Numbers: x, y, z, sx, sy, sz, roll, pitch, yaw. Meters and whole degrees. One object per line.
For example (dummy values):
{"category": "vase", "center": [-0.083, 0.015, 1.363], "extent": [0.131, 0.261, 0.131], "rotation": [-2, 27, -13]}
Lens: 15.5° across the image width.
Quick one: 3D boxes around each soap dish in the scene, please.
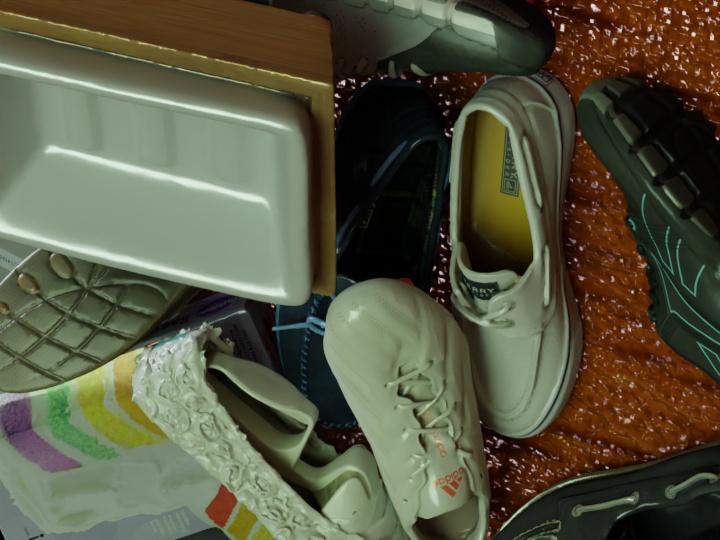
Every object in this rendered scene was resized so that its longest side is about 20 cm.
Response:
{"category": "soap dish", "center": [-0.102, -0.071, 1.278], "extent": [0.200, 0.081, 0.157], "rotation": [14, 144, 11]}

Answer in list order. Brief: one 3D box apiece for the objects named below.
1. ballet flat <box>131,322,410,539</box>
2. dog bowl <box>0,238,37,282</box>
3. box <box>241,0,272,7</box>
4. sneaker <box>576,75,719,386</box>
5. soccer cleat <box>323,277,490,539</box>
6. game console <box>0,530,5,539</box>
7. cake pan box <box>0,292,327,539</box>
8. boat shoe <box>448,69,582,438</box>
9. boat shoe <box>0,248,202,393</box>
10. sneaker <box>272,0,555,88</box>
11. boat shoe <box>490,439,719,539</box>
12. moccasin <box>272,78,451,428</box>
{"category": "ballet flat", "center": [-0.034, 0.103, 1.388], "extent": [0.200, 0.072, 0.072], "rotation": [41, 127, -12]}
{"category": "dog bowl", "center": [-0.200, 0.015, 1.530], "extent": [0.200, 0.059, 0.200], "rotation": [12, 115, 27]}
{"category": "box", "center": [-0.128, -0.186, 1.296], "extent": [0.200, 0.032, 0.121], "rotation": [5, 99, 23]}
{"category": "sneaker", "center": [0.162, -0.003, 1.286], "extent": [0.200, 0.075, 0.079], "rotation": [53, 129, 3]}
{"category": "soccer cleat", "center": [0.033, 0.081, 1.354], "extent": [0.069, 0.078, 0.200], "rotation": [-18, 137, 4]}
{"category": "game console", "center": [-0.279, 0.153, 1.547], "extent": [0.200, 0.119, 0.172], "rotation": [45, 158, 1]}
{"category": "cake pan box", "center": [-0.107, 0.127, 1.470], "extent": [0.184, 0.052, 0.200], "rotation": [-17, 108, 12]}
{"category": "boat shoe", "center": [0.071, -0.001, 1.346], "extent": [0.071, 0.070, 0.200], "rotation": [14, 116, 27]}
{"category": "boat shoe", "center": [-0.119, 0.000, 1.417], "extent": [0.200, 0.068, 0.072], "rotation": [-37, 80, 3]}
{"category": "sneaker", "center": [0.000, -0.102, 1.321], "extent": [0.200, 0.075, 0.116], "rotation": [23, 108, 27]}
{"category": "boat shoe", "center": [0.130, 0.141, 1.359], "extent": [0.200, 0.063, 0.073], "rotation": [-27, 92, 29]}
{"category": "moccasin", "center": [0.000, 0.000, 1.375], "extent": [0.068, 0.080, 0.200], "rotation": [-126, 39, -54]}
